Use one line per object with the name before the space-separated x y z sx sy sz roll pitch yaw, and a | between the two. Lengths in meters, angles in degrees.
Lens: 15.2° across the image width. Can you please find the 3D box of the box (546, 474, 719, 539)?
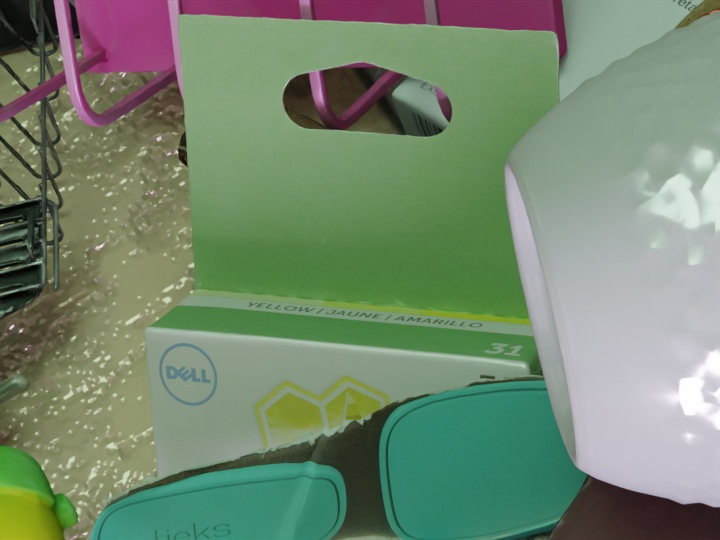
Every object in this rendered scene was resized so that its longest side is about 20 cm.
box | 0.102 0.196 0.766 0.164 0.166 0.200 22 67 31

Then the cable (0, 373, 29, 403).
cable | -0.213 0.090 1.038 0.199 0.050 0.098 -21 84 23

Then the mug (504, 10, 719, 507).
mug | 0.132 -0.013 0.766 0.174 0.149 0.200 -13 12 -1

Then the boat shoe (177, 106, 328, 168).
boat shoe | -0.003 -0.002 1.002 0.202 0.075 0.075 27 83 38

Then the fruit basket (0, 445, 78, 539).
fruit basket | -0.196 0.135 0.922 0.215 0.155 0.217 -9 72 30

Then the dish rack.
dish rack | -0.184 -0.043 1.104 0.153 0.055 0.201 -13 55 12

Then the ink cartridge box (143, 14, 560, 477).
ink cartridge box | -0.002 0.019 0.917 0.145 0.201 0.048 5 22 23

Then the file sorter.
file sorter | -0.044 -0.125 0.980 0.199 0.140 0.125 1 21 22

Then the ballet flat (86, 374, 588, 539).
ballet flat | 0.008 0.081 0.873 0.199 0.072 0.072 -11 54 16

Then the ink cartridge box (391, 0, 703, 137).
ink cartridge box | 0.147 -0.082 1.023 0.199 0.041 0.200 34 72 34

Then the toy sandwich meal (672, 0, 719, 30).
toy sandwich meal | 0.162 -0.020 0.889 0.204 0.070 0.207 -4 80 27
